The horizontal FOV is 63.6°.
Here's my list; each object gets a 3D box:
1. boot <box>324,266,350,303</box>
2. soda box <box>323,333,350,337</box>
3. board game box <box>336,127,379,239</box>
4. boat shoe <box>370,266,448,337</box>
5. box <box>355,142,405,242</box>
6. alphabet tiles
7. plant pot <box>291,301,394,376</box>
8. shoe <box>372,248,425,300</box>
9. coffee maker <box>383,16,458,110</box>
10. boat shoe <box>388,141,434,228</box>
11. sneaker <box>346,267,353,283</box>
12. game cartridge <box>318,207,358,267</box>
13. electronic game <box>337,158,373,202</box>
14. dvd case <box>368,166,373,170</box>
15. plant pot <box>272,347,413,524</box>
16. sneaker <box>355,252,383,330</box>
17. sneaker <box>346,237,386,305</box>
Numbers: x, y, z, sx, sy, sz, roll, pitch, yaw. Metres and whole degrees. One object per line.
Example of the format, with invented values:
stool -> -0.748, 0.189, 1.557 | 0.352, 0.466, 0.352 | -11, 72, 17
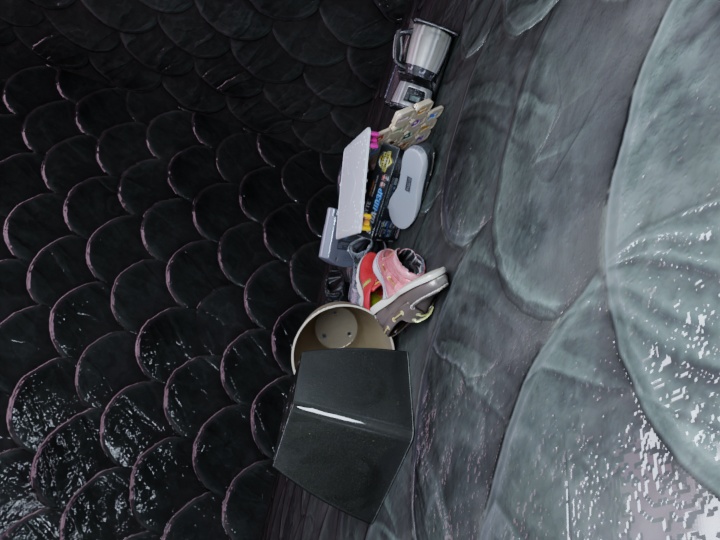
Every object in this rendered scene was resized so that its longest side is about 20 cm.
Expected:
boot -> -0.055, 0.059, 1.613 | 0.200, 0.072, 0.164 | -91, -12, -48
soda box -> -0.050, 0.164, 1.349 | 0.064, 0.068, 0.200 | -52, -4, 18
board game box -> -0.008, -0.169, 1.194 | 0.200, 0.026, 0.203 | 176, 100, -75
boat shoe -> 0.081, 0.052, 0.902 | 0.060, 0.071, 0.200 | 64, 147, 8
box -> 0.064, -0.165, 1.275 | 0.159, 0.046, 0.202 | -4, -67, -66
alphabet tiles -> 0.087, -0.289, 1.247 | 0.194, 0.015, 0.200 | -29, -13, -25
plant pot -> -0.039, 0.136, 1.126 | 0.200, 0.185, 0.190 | -120, 47, -79
shoe -> 0.074, -0.008, 1.068 | 0.201, 0.071, 0.092 | -97, 25, -59
coffee maker -> 0.144, -0.468, 1.373 | 0.192, 0.133, 0.202 | -23, -46, -69
boat shoe -> 0.110, -0.171, 1.187 | 0.056, 0.068, 0.201 | -35, -28, -36
sneaker -> 0.009, -0.049, 1.546 | 0.095, 0.078, 0.203 | -34, -41, -86
game cartridge -> -0.036, -0.076, 1.402 | 0.199, 0.041, 0.135 | 2, -76, -65
electronic game -> 0.028, -0.194, 1.354 | 0.041, 0.199, 0.203 | 3, 76, 52
dvd case -> 0.034, -0.161, 1.454 | 0.200, 0.016, 0.150 | 44, -120, -60
plant pot -> -0.034, 0.240, 0.925 | 0.200, 0.175, 0.202 | -86, 13, -61
sneaker -> 0.038, 0.039, 1.255 | 0.085, 0.076, 0.202 | 123, 151, -50
sneaker -> 0.000, 0.000, 1.395 | 0.114, 0.075, 0.202 | 44, -121, -58
